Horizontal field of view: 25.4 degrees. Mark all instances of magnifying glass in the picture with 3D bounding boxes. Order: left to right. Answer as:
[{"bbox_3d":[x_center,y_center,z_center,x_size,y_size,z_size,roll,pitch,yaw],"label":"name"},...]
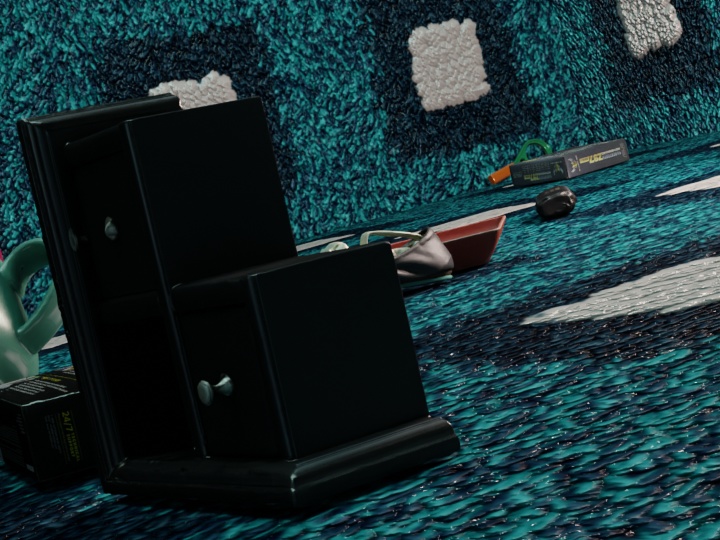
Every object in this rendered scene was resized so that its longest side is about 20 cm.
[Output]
[{"bbox_3d":[0.383,-0.255,3.824,0.200,0.080,0.022,-29,-8,-34],"label":"magnifying glass"}]

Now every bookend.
[{"bbox_3d":[-0.066,0.003,0.763,0.092,0.199,0.200,-15,4,-33],"label":"bookend"}]

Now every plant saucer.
[{"bbox_3d":[0.062,-0.013,1.733,0.199,0.037,0.200,-15,4,8],"label":"plant saucer"}]

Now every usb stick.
[{"bbox_3d":[0.264,-0.093,2.166,0.055,0.033,0.200,-21,3,7],"label":"usb stick"}]

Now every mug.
[{"bbox_3d":[-0.297,0.056,1.127,0.152,0.115,0.185,15,-57,-43],"label":"mug"}]

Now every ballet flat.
[{"bbox_3d":[0.000,0.000,1.542,0.200,0.073,0.073,-17,5,-29],"label":"ballet flat"}]

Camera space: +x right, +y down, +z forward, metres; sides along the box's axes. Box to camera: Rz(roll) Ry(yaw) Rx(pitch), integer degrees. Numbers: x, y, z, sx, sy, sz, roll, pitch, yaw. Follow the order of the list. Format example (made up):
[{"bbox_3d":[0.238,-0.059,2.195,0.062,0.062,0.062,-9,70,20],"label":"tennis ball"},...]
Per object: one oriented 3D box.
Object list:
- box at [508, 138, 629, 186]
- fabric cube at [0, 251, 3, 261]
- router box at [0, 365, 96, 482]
[{"bbox_3d":[0.416,-0.215,3.197,0.157,0.051,0.200,-16,5,-28],"label":"box"},{"bbox_3d":[-0.694,0.046,2.549,0.199,0.197,0.199,-12,6,19],"label":"fabric cube"},{"bbox_3d":[-0.156,0.085,1.022,0.149,0.051,0.200,-14,4,-20],"label":"router box"}]
